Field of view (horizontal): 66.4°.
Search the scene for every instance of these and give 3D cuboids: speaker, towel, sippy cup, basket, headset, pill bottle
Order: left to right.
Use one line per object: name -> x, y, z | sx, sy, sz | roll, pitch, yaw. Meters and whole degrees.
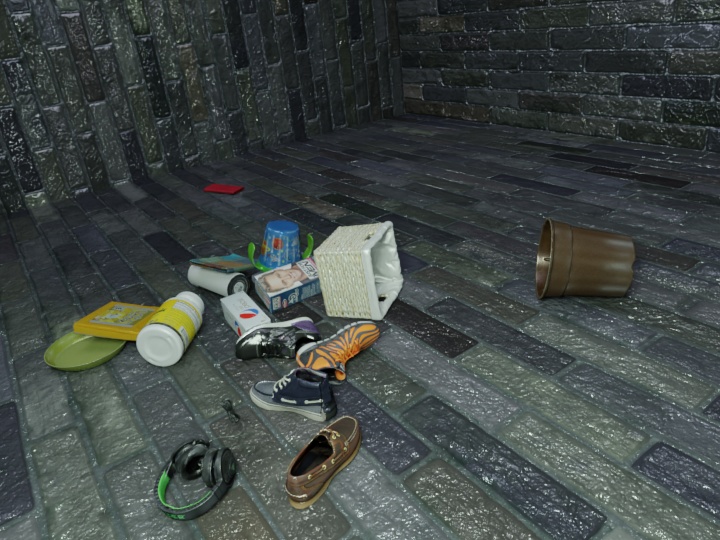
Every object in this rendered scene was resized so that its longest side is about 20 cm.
pill bottle -> -0.456, 0.135, 1.352 | 0.110, 0.112, 0.200 | -3, 25, 7
headset -> -0.269, 0.320, 0.941 | 0.123, 0.094, 0.200 | 7, 40, 26
speaker -> -0.414, 0.027, 1.598 | 0.199, 0.082, 0.081 | 15, 33, 38
towel -> -0.380, -0.022, 1.615 | 0.146, 0.022, 0.200 | 11, 10, 24
sippy cup -> -0.229, -0.071, 1.596 | 0.139, 0.131, 0.178 | 16, 27, 16
basket -> 0.000, 0.000, 1.425 | 0.160, 0.201, 0.198 | -2, 25, 24

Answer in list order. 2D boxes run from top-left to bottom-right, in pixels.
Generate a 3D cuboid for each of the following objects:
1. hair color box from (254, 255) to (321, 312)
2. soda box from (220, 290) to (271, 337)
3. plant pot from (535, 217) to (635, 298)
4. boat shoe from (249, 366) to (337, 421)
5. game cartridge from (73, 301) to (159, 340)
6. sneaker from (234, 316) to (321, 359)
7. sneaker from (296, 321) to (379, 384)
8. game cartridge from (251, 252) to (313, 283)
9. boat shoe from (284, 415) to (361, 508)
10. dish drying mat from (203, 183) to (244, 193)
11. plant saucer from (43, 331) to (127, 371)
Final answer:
hair color box -> -0.182, 0.033, 1.525 | 0.199, 0.061, 0.100 | -22, 46, -27
soda box -> -0.287, 0.123, 1.388 | 0.068, 0.064, 0.200 | -20, 28, -25
plant pot -> 0.546, -0.019, 1.345 | 0.197, 0.202, 0.201 | 6, 28, 10
boat shoe -> -0.140, 0.229, 1.096 | 0.199, 0.093, 0.075 | 6, 28, 24
game cartridge -> -0.600, 0.130, 1.427 | 0.198, 0.033, 0.176 | 4, 16, 6
sneaker -> -0.188, 0.167, 1.266 | 0.199, 0.076, 0.088 | -17, 33, -19
sneaker -> -0.034, 0.188, 1.194 | 0.199, 0.078, 0.112 | -25, 33, -11
game cartridge -> -0.211, 0.001, 1.658 | 0.129, 0.039, 0.199 | 13, 32, 43
boat shoe -> -0.058, 0.309, 0.940 | 0.070, 0.071, 0.200 | 5, 27, 26
dish drying mat -> -0.639, -0.379, 2.569 | 0.199, 0.018, 0.077 | 10, 31, 30
plant saucer -> -0.678, 0.195, 1.376 | 0.198, 0.031, 0.200 | -6, 25, 3
